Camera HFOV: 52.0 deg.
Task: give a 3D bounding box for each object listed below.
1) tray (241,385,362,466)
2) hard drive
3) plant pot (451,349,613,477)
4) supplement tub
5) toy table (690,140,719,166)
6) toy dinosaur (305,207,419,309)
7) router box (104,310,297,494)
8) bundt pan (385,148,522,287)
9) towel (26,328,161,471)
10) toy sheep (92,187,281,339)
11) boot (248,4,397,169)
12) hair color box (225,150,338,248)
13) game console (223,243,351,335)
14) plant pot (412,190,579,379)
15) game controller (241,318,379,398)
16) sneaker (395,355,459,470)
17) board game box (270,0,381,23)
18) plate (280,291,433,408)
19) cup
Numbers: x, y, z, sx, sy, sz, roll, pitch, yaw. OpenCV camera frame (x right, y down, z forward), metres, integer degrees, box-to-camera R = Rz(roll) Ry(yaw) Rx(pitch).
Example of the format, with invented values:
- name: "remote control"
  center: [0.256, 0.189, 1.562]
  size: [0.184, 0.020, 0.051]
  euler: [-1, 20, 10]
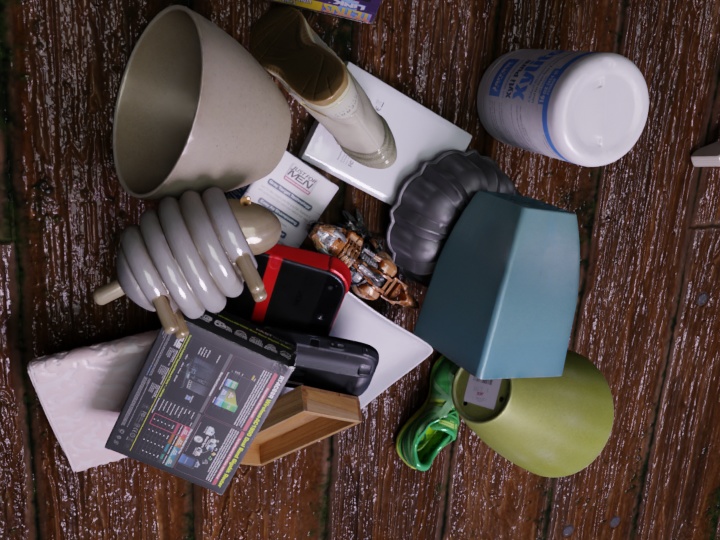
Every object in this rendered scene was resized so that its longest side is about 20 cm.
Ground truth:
- name: "tray"
  center: [-0.103, 0.201, 0.938]
  size: [0.200, 0.037, 0.098]
  euler: [-32, 144, 34]
- name: "hard drive"
  center: [0.035, -0.162, 0.956]
  size: [0.199, 0.027, 0.132]
  euler: [25, 97, -25]
- name: "plant pot"
  center: [0.217, 0.178, 1.014]
  size: [0.200, 0.187, 0.188]
  euler: [24, 98, -44]
- name: "supplement tub"
  center: [0.246, -0.208, 0.924]
  size: [0.131, 0.200, 0.133]
  euler: [-6, 109, -19]
- name: "toy table"
  center: [0.602, -0.191, 1.087]
  size: [0.117, 0.184, 0.200]
  euler: [-41, 105, -22]
- name: "toy dinosaur"
  center: [0.000, 0.000, 0.930]
  size: [0.102, 0.136, 0.201]
  euler: [-35, 123, -11]
- name: "router box"
  center: [-0.181, 0.142, 0.843]
  size: [0.149, 0.062, 0.201]
  euler: [27, 110, -11]
- name: "bundt pan"
  center: [0.137, -0.055, 0.980]
  size: [0.201, 0.076, 0.203]
  euler: [-13, 120, -24]
- name: "towel"
  center: [-0.278, 0.154, 0.906]
  size: [0.199, 0.032, 0.192]
  euler: [-14, 131, -15]
- name: "toy sheep"
  center: [-0.173, -0.011, 0.741]
  size: [0.199, 0.138, 0.138]
  euler: [-25, 114, -10]
- name: "boot"
  center: [-0.041, -0.209, 0.852]
  size: [0.072, 0.200, 0.155]
  euler: [-42, 142, 5]
- name: "hair color box"
  center: [-0.127, -0.051, 0.910]
  size: [0.100, 0.061, 0.200]
  euler: [32, 94, -29]
- name: "game console"
  center: [-0.116, 0.046, 0.885]
  size: [0.176, 0.031, 0.201]
  euler: [15, 130, -9]
- name: "plant pot"
  center: [0.179, 0.011, 0.909]
  size: [0.141, 0.141, 0.201]
  euler: [4, 106, -32]
- name: "game controller"
  center: [-0.080, 0.109, 0.901]
  size: [0.199, 0.042, 0.104]
  euler: [12, 145, -6]
- name: "sneaker"
  center: [0.126, 0.204, 1.076]
  size: [0.074, 0.084, 0.201]
  euler: [23, 97, -25]
- name: "board game box"
  center: [-0.063, -0.335, 0.755]
  size: [0.199, 0.165, 0.057]
  euler: [10, 81, -9]
- name: "plate"
  center: [-0.040, 0.106, 0.978]
  size: [0.200, 0.032, 0.199]
  euler: [34, 119, -26]
- name: "cup"
  center: [-0.162, -0.165, 0.806]
  size: [0.143, 0.200, 0.201]
  euler: [9, 104, -42]
